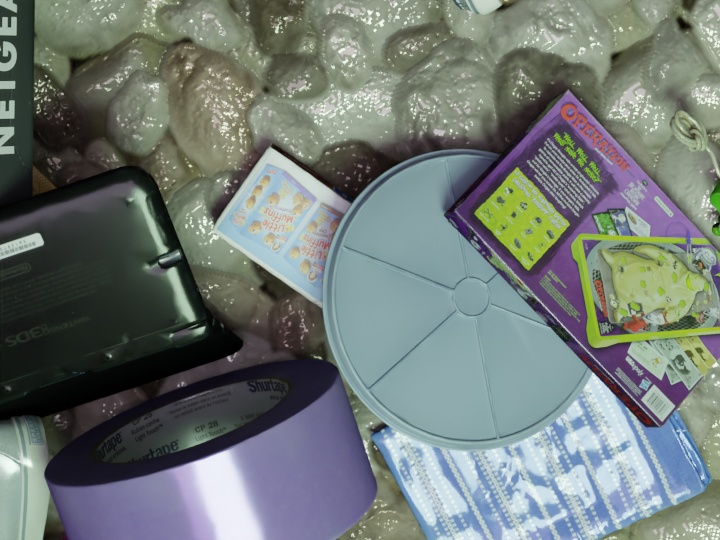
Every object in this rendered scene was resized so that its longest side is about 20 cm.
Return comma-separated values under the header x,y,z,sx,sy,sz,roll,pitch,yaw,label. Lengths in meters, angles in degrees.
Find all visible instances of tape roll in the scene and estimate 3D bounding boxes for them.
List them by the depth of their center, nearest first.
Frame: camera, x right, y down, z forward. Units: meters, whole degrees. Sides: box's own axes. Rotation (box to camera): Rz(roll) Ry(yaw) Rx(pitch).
x,y,z,sx,sy,sz,roll,pitch,yaw,label
-0.096,0.133,1.004,0.200,0.200,0.085,-18,100,5,tape roll

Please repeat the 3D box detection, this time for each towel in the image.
x,y,z,sx,sy,sz,roll,pitch,yaw,label
0.127,0.133,1.087,0.200,0.024,0.145,-27,99,7,towel

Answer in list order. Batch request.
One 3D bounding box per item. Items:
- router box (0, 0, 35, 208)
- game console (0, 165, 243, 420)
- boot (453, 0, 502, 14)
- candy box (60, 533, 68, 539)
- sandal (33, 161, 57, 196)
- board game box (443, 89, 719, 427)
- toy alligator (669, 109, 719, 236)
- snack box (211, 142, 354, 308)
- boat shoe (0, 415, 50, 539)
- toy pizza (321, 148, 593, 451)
x,y,z,sx,sy,sz,roll,pitch,yaw,label
-0.269,-0.144,0.987,0.149,0.051,0.200,13,104,41,router box
-0.198,0.026,1.013,0.200,0.116,0.176,-19,109,3,game console
0.010,-0.239,0.998,0.090,0.073,0.200,-28,91,14,boot
-0.189,0.298,1.073,0.061,0.136,0.200,2,101,0,candy box
-0.221,-0.052,1.042,0.054,0.080,0.200,-2,98,-19,sandal
0.164,-0.007,1.031,0.120,0.032,0.200,-45,97,-12,board game box
0.264,-0.025,1.037,0.200,0.059,0.054,43,140,-6,toy alligator
0.000,0.000,1.063,0.200,0.024,0.072,35,100,-5,snack box
-0.256,0.183,1.061,0.071,0.070,0.201,-1,123,-22,boat shoe
0.069,0.019,1.033,0.200,0.032,0.200,2,84,-16,toy pizza
